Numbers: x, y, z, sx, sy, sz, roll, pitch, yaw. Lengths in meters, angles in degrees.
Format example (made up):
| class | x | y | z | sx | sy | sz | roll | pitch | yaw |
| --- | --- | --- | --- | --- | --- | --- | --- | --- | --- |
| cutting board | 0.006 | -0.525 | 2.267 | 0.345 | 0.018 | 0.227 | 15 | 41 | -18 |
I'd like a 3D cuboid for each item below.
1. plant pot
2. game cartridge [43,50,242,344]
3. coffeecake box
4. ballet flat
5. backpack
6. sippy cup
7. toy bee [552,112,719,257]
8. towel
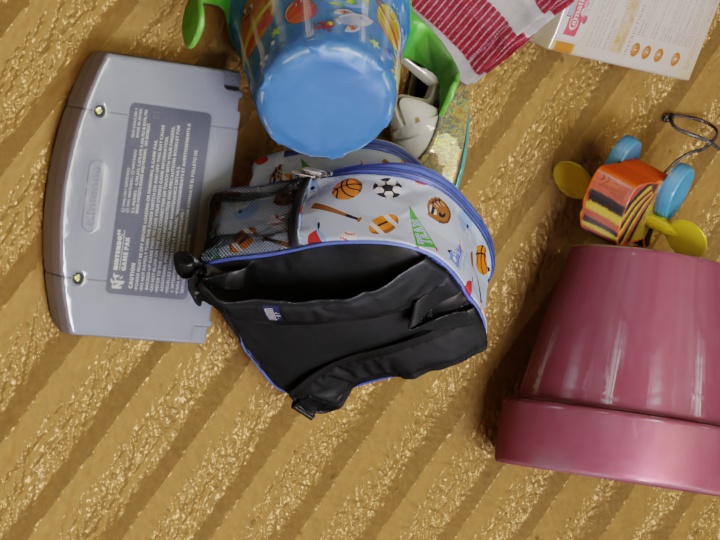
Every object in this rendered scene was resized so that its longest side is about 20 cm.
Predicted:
| class | x | y | z | sx | sy | sz | roll | pitch | yaw |
| --- | --- | --- | --- | --- | --- | --- | --- | --- | --- |
| plant pot | 0.215 | 0.077 | 1.715 | 0.200 | 0.200 | 0.180 | 11 | 86 | -33 |
| game cartridge | -0.157 | -0.051 | 1.555 | 0.133 | 0.042 | 0.201 | 6 | 94 | -29 |
| coffeecake box | 0.201 | -0.239 | 1.678 | 0.200 | 0.073 | 0.154 | 5 | 110 | -51 |
| ballet flat | 0.052 | -0.139 | 1.656 | 0.071 | 0.071 | 0.201 | 18 | 82 | -33 |
| backpack | 0.000 | 0.000 | 1.557 | 0.200 | 0.190 | 0.154 | 51 | 44 | -48 |
| sippy cup | -0.027 | -0.152 | 1.533 | 0.177 | 0.130 | 0.140 | -14 | 129 | 6 |
| toy bee | 0.228 | -0.047 | 1.757 | 0.200 | 0.131 | 0.109 | -7 | 126 | -42 |
| towel | 0.087 | -0.226 | 1.546 | 0.144 | 0.200 | 0.023 | 41 | 42 | -13 |
